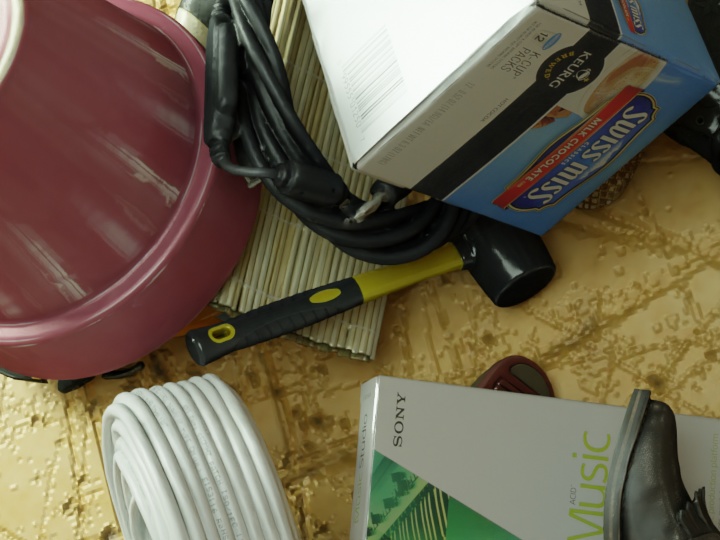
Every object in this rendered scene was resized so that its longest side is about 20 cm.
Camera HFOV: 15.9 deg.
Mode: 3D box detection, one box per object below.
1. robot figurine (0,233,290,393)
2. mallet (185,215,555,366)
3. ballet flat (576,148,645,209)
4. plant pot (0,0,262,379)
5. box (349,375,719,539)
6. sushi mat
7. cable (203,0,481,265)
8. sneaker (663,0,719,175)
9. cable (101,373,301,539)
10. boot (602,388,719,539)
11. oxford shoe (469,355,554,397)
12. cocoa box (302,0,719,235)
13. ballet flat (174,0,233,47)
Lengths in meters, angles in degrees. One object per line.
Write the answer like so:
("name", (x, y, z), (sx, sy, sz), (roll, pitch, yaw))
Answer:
("robot figurine", (-0.128, -0.017, 1.384), (0.200, 0.058, 0.145), (-14, 72, 13))
("mallet", (0.000, 0.000, 1.304), (0.200, 0.041, 0.066), (-12, 62, -22))
("ballet flat", (0.119, -0.133, 1.334), (0.070, 0.065, 0.200), (1, 78, 13))
("plant pot", (-0.174, -0.068, 1.274), (0.200, 0.179, 0.200), (-11, 62, 22))
("box", (0.093, 0.134, 1.244), (0.200, 0.036, 0.144), (7, 77, -11))
("sushi mat", (-0.018, -0.057, 1.342), (0.096, 0.012, 0.200), (19, 68, -18))
("cable", (-0.004, -0.100, 1.299), (0.051, 0.163, 0.200), (-45, 35, 43))
("sneaker", (0.195, -0.063, 1.301), (0.104, 0.060, 0.200), (8, 74, 17))
("cable", (-0.067, 0.149, 1.251), (0.069, 0.200, 0.200), (-17, 88, -12))
("boot", (0.202, 0.150, 1.187), (0.174, 0.069, 0.200), (-4, 89, 9))
("oxford shoe", (0.033, 0.130, 1.296), (0.075, 0.070, 0.200), (-2, 54, 54))
("cocoa box", (0.061, -0.143, 1.256), (0.133, 0.131, 0.200), (-41, 48, 31))
("ballet flat", (-0.025, -0.175, 1.385), (0.200, 0.066, 0.057), (-45, 41, 0))
